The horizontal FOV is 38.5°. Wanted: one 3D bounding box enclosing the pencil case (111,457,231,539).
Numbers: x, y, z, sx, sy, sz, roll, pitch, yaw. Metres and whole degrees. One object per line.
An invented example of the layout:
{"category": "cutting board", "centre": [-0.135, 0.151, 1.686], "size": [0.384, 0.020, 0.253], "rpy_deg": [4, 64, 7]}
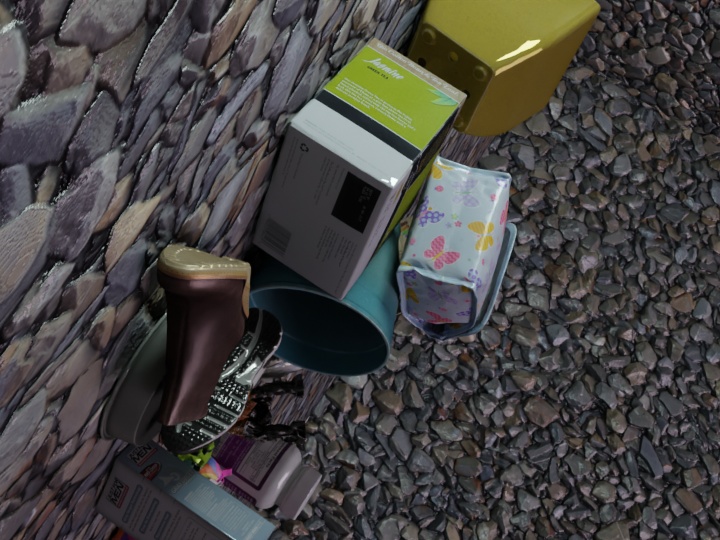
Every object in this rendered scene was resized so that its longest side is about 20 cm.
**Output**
{"category": "pencil case", "centre": [-0.277, 0.347, 1.510], "size": [0.200, 0.088, 0.089], "rpy_deg": [-52, 171, -37]}

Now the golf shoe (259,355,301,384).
{"category": "golf shoe", "centre": [-0.072, 0.089, 1.448], "size": [0.199, 0.078, 0.098], "rpy_deg": [-27, 148, -22]}

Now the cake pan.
{"category": "cake pan", "centre": [-0.206, 0.107, 1.117], "size": [0.201, 0.037, 0.200], "rpy_deg": [-57, 173, -10]}

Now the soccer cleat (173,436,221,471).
{"category": "soccer cleat", "centre": [-0.199, 0.187, 1.257], "size": [0.200, 0.067, 0.082], "rpy_deg": [118, -9, -68]}

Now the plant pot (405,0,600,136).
{"category": "plant pot", "centre": [0.160, -0.293, 1.370], "size": [0.200, 0.195, 0.195], "rpy_deg": [-44, 166, -40]}

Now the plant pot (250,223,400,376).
{"category": "plant pot", "centre": [-0.035, 0.003, 1.319], "size": [0.200, 0.199, 0.189], "rpy_deg": [112, -3, -58]}

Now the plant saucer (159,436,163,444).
{"category": "plant saucer", "centre": [-0.204, 0.160, 1.416], "size": [0.201, 0.032, 0.200], "rpy_deg": [-57, 173, -12]}

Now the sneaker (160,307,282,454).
{"category": "sneaker", "centre": [-0.153, 0.134, 1.154], "size": [0.200, 0.074, 0.080], "rpy_deg": [-52, 173, -39]}

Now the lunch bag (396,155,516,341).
{"category": "lunch bag", "centre": [0.124, -0.019, 1.312], "size": [0.200, 0.126, 0.170], "rpy_deg": [84, 23, -65]}

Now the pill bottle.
{"category": "pill bottle", "centre": [-0.164, 0.302, 1.623], "size": [0.113, 0.199, 0.112], "rpy_deg": [-56, 174, -10]}

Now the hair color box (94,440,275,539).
{"category": "hair color box", "centre": [-0.212, 0.297, 1.238], "size": [0.099, 0.199, 0.061], "rpy_deg": [-61, 172, 31]}

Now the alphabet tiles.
{"category": "alphabet tiles", "centre": [0.000, 0.000, 1.422], "size": [0.199, 0.167, 0.006], "rpy_deg": [-21, 152, -3]}

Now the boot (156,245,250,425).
{"category": "boot", "centre": [-0.155, 0.067, 0.965], "size": [0.200, 0.072, 0.167], "rpy_deg": [17, 90, -80]}

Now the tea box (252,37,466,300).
{"category": "tea box", "centre": [-0.003, -0.115, 1.175], "size": [0.197, 0.133, 0.200], "rpy_deg": [-51, 171, -42]}

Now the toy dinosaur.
{"category": "toy dinosaur", "centre": [-0.142, 0.197, 1.391], "size": [0.200, 0.135, 0.103], "rpy_deg": [-144, -128, -83]}
